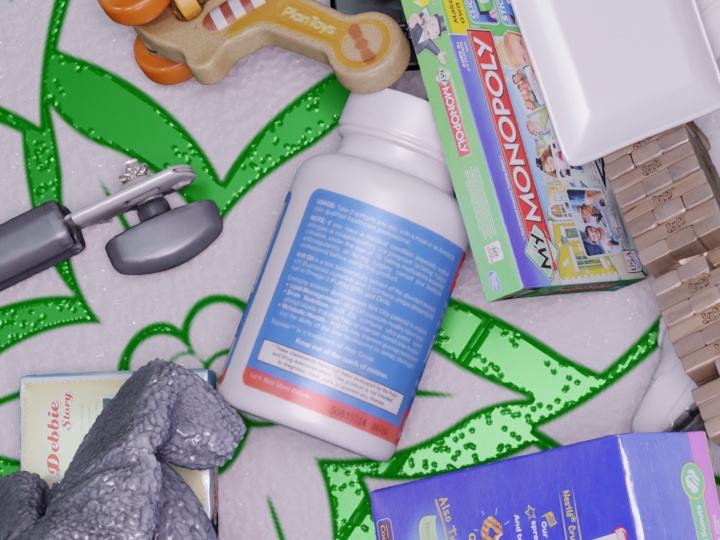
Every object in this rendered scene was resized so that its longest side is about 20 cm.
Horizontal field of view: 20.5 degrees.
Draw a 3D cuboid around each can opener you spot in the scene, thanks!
[{"bbox_3d":[-0.184,-0.012,1.201,0.199,0.053,0.067,-21,81,2],"label":"can opener"}]

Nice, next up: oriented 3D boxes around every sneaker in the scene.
[{"bbox_3d":[0.211,0.016,1.163,0.087,0.075,0.201,30,82,26],"label":"sneaker"}]

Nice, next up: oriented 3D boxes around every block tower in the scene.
[{"bbox_3d":[0.192,0.005,1.103,0.058,0.054,0.201,-26,56,18],"label":"block tower"}]

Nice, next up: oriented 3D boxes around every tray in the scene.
[{"bbox_3d":[0.134,-0.170,1.132,0.107,0.022,0.201,-21,84,30],"label":"tray"}]

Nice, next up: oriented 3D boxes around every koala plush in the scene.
[{"bbox_3d":[-0.107,0.191,1.081,0.177,0.184,0.200,-37,107,15],"label":"koala plush"}]

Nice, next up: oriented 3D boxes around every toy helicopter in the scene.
[{"bbox_3d":[-0.049,-0.160,1.176,0.199,0.079,0.133,26,71,30],"label":"toy helicopter"}]

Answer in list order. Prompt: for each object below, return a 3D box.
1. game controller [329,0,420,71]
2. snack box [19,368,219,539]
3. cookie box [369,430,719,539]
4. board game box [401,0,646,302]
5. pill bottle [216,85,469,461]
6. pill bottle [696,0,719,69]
[{"bbox_3d":[0.028,-0.220,1.217,0.104,0.042,0.201,-6,82,4],"label":"game controller"},{"bbox_3d":[-0.142,0.161,1.180,0.115,0.037,0.201,-2,82,4],"label":"snack box"},{"bbox_3d":[0.107,0.186,1.078,0.200,0.075,0.172,-19,77,47],"label":"cookie box"},{"bbox_3d":[0.094,-0.084,1.150,0.029,0.134,0.201,-22,79,37],"label":"board game box"},{"bbox_3d":[0.000,0.000,1.153,0.112,0.112,0.201,20,85,8],"label":"pill bottle"},{"bbox_3d":[0.200,-0.224,1.165,0.116,0.116,0.201,-25,80,1],"label":"pill bottle"}]
